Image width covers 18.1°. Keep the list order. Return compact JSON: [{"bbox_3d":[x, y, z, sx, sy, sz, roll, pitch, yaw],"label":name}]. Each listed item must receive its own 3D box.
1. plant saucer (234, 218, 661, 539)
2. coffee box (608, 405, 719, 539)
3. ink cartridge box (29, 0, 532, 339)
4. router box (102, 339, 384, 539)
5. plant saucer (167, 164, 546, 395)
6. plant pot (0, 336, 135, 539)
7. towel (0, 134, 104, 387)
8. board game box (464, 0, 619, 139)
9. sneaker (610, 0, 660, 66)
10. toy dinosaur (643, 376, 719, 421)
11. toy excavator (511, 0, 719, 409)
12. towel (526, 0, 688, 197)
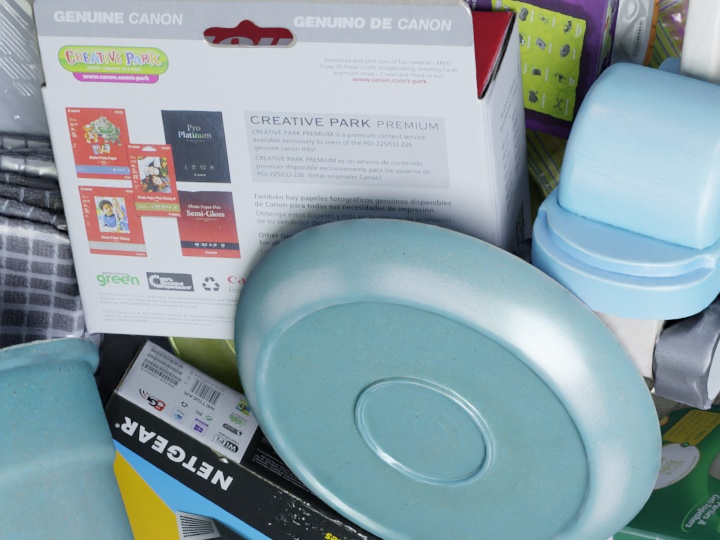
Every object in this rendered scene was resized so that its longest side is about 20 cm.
[{"bbox_3d":[0.031,0.063,0.982,0.199,0.027,0.201,17,137,16],"label":"plant saucer"},{"bbox_3d":[0.183,0.116,1.075,0.199,0.123,0.044,7,120,37],"label":"coffee box"},{"bbox_3d":[-0.030,-0.061,1.000,0.199,0.084,0.176,3,124,14],"label":"ink cartridge box"},{"bbox_3d":[-0.054,0.144,1.114,0.199,0.051,0.149,29,125,-2],"label":"router box"},{"bbox_3d":[0.000,0.000,1.103,0.199,0.031,0.201,1,99,9],"label":"plant saucer"},{"bbox_3d":[-0.169,0.159,0.977,0.199,0.200,0.197,-26,81,8],"label":"plant pot"},{"bbox_3d":[-0.222,0.020,1.094,0.199,0.086,0.166,6,115,-6],"label":"towel"},{"bbox_3d":[0.058,-0.158,0.976,0.119,0.032,0.201,15,128,13],"label":"board game box"},{"bbox_3d":[0.094,-0.175,1.010,0.091,0.076,0.201,6,112,-1],"label":"sneaker"},{"bbox_3d":[0.130,0.041,1.080,0.102,0.200,0.077,-43,67,21],"label":"toy dinosaur"},{"bbox_3d":[0.143,-0.073,0.960,0.099,0.194,0.201,19,130,23],"label":"toy excavator"},{"bbox_3d":[0.101,-0.128,1.081,0.143,0.023,0.200,-31,112,11],"label":"towel"}]
